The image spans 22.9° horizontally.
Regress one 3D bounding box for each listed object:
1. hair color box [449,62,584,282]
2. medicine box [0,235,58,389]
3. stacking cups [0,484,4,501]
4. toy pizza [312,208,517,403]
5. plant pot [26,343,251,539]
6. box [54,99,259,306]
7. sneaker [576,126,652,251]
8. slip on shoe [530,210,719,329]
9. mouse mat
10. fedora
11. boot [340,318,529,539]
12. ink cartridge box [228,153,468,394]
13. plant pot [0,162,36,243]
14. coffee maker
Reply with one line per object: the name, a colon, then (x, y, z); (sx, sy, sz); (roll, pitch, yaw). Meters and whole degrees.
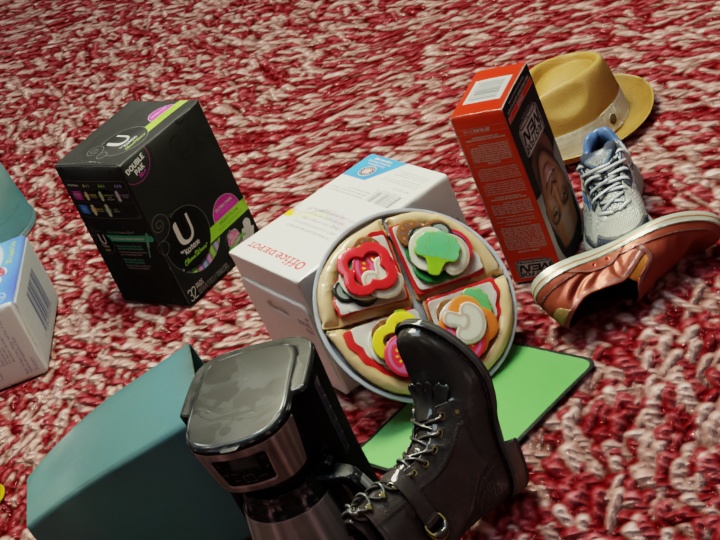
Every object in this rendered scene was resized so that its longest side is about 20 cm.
hair color box: (0.163, -0.099, 1.810); (0.061, 0.200, 0.102); (-8, 31, 28)
medicine box: (-0.476, 0.071, 2.125); (0.200, 0.103, 0.182); (-21, 27, 5)
stacking cups: (-0.439, 0.165, 1.819); (0.060, 0.200, 0.061); (-21, 27, 11)
toy pizza: (0.054, 0.029, 1.696); (0.200, 0.200, 0.032); (-35, -12, -21)
plant pot: (-0.202, 0.199, 1.650); (0.200, 0.141, 0.141); (-30, 27, 4)
box: (-0.237, -0.081, 2.098); (0.124, 0.200, 0.149); (3, 37, 42)
sneaker: (0.254, -0.083, 1.837); (0.077, 0.085, 0.200); (-19, 28, 11)
slip on shoe: (0.264, 0.001, 1.714); (0.200, 0.074, 0.061); (-23, 61, -11)
mouse mat: (0.105, 0.131, 1.659); (0.161, 0.008, 0.200); (10, 44, 48)
fedora: (0.239, -0.196, 2.051); (0.201, 0.082, 0.201); (-19, 27, 11)
boot: (0.047, 0.158, 1.466); (0.174, 0.200, 0.069); (-37, 10, -36)
ink cartridge box: (0.000, 0.000, 1.824); (0.200, 0.145, 0.147); (-35, 29, -20)
plant pot: (-0.577, -0.112, 2.439); (0.200, 0.188, 0.200); (-19, 27, 10)
coffee maker: (-0.065, 0.161, 1.525); (0.135, 0.200, 0.192); (-25, 29, -2)
